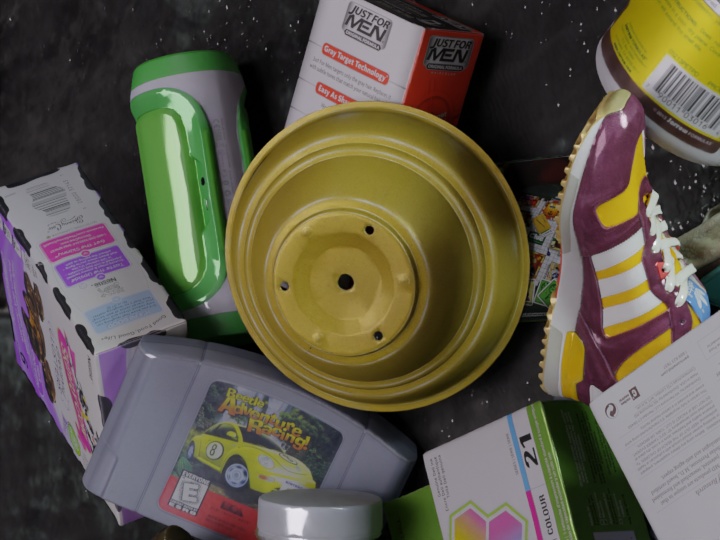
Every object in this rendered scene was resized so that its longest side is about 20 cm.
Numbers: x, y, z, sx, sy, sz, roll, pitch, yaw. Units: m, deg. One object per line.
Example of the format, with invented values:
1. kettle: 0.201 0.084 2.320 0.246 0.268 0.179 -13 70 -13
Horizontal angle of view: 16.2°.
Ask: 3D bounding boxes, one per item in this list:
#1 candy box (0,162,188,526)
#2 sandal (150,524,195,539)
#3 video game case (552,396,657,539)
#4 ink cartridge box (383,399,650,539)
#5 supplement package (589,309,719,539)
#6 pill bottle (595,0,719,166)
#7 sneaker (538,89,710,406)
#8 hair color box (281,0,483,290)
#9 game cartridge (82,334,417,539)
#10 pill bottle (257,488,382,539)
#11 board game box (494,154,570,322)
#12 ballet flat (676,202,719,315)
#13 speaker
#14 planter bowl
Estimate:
1. candy box: -0.186 0.051 1.788 0.200 0.071 0.168 51 153 43
2. sandal: -0.101 0.233 1.697 0.055 0.200 0.082 -37 60 3
3. video game case: 0.191 0.150 1.518 0.200 0.019 0.143 7 95 46
4. ink cartridge box: 0.079 0.181 1.557 0.200 0.076 0.148 -28 69 38
5. supplement package: 0.257 0.116 1.345 0.152 0.150 0.200 -38 68 33
6. pill bottle: 0.227 -0.161 1.413 0.200 0.109 0.109 -52 57 32
7. sneaker: 0.158 -0.007 1.425 0.090 0.075 0.200 15 126 17
8. hair color box: 0.001 -0.077 1.645 0.101 0.061 0.201 31 112 40
9. game cartridge: -0.071 0.123 1.678 0.041 0.199 0.133 -82 14 -70
10. pill bottle: -0.027 0.246 1.630 0.112 0.112 0.201 5 95 45
11. board game box: 0.084 -0.017 1.619 0.200 0.023 0.105 -3 89 45
12. ballet flat: 0.198 0.000 1.491 0.200 0.067 0.063 -28 43 38
13. speaker: -0.109 -0.048 1.768 0.088 0.088 0.201 -17 79 44
14. planter bowl: 0.000 0.000 1.565 0.200 0.083 0.201 3 102 13
